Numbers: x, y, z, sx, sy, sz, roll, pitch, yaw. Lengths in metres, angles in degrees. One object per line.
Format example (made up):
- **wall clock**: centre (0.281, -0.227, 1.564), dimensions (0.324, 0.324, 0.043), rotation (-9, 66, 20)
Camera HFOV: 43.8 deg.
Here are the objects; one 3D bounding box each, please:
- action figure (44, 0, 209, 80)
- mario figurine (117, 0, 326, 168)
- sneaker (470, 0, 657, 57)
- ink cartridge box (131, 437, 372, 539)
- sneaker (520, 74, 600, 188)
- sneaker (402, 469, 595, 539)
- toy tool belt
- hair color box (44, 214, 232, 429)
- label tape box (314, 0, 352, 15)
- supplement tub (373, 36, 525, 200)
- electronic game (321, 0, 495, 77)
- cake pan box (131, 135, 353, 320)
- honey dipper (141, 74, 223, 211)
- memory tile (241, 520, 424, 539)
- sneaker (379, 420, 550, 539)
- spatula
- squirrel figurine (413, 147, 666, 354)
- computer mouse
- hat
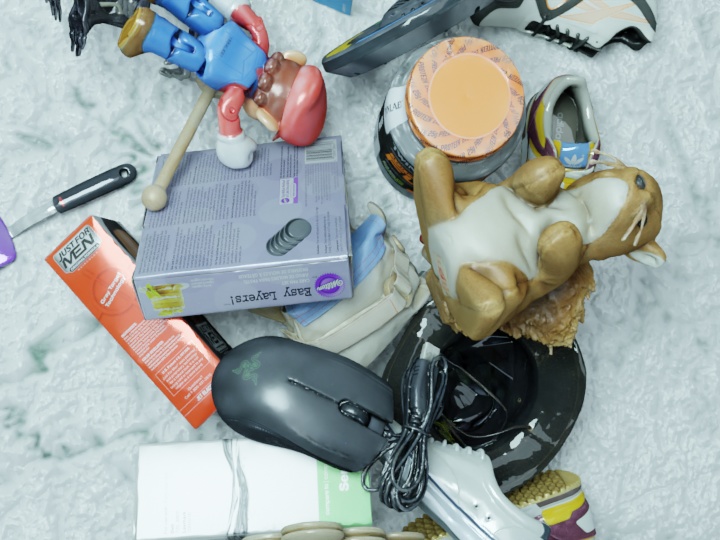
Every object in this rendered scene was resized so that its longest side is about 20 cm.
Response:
- **action figure**: centre (-0.193, -0.249, 0.843), dimensions (0.198, 0.103, 0.119), rotation (-18, 54, -42)
- **mario figurine**: centre (-0.119, -0.177, 0.808), dimensions (0.199, 0.107, 0.124), rotation (32, 111, -26)
- **sneaker**: centre (0.205, -0.253, 0.885), dimensions (0.196, 0.074, 0.082), rotation (-5, 89, -4)
- **ink cartridge box**: centre (-0.092, 0.198, 0.797), dimensions (0.196, 0.146, 0.086), rotation (-2, 71, -4)
- **sneaker**: centre (0.192, -0.086, 0.865), dimensions (0.073, 0.090, 0.204), rotation (-3, 87, -4)
- **sneaker**: centre (0.127, 0.264, 0.843), dimensions (0.197, 0.075, 0.092), rotation (-19, 95, 0)
- **toy tool belt**: centre (0.000, 0.000, 0.833), dimensions (0.123, 0.125, 0.200), rotation (44, 84, -9)
- **hair color box**: centre (-0.190, 0.045, 0.826), dimensions (0.061, 0.102, 0.200), rotation (-42, 91, -1)
- **label tape box**: centre (-0.082, -0.329, 0.832), dimensions (0.197, 0.143, 0.067), rotation (25, 86, -2)
- **supplement tub**: centre (0.077, -0.132, 0.805), dimensions (0.120, 0.200, 0.125), rotation (0, 87, -3)
- **electronic game**: centre (0.052, -0.233, 0.811), dimensions (0.198, 0.200, 0.042), rotation (-31, 105, -5)
- **cake pan box**: centre (-0.099, -0.047, 0.799), dimensions (0.181, 0.202, 0.053), rotation (-5, 130, -1)
- **honey dipper**: centre (-0.157, -0.135, 0.824), dimensions (0.037, 0.038, 0.202), rotation (22, 56, -3)
- **memory tile**: centre (-0.055, 0.246, 0.770), dimensions (0.152, 0.198, 0.017), rotation (22, 53, -42)
- **sneaker**: centre (0.080, 0.183, 0.789), dimensions (0.071, 0.073, 0.200), rotation (-43, 77, -13)
- **spatula**: centre (-0.307, -0.054, 0.863), dimensions (0.198, 0.021, 0.057), rotation (-27, 87, -6)
- **squirrel figurine**: centre (0.150, -0.020, 0.736), dimensions (0.184, 0.201, 0.143), rotation (-19, 63, -8)
- **computer mouse**: centre (-0.029, 0.103, 0.734), dimensions (0.197, 0.053, 0.140), rotation (15, 65, 5)
- **hat**: centre (0.115, 0.109, 0.856), dimensions (0.197, 0.081, 0.205), rotation (0, 90, 5)
